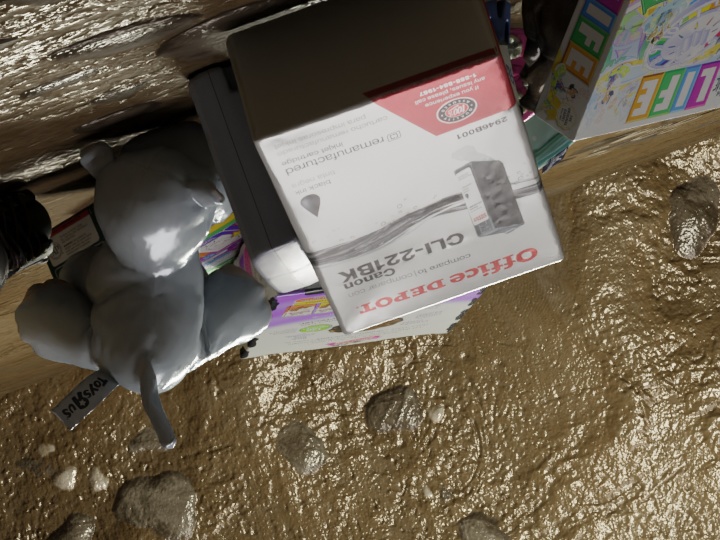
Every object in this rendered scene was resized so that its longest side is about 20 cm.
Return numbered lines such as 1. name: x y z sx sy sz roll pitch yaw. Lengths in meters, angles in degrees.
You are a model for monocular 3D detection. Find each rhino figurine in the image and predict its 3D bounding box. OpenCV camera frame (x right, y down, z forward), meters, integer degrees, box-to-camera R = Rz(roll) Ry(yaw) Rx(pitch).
1. rhino figurine: 0.177 -0.164 1.591 0.199 0.088 0.060 -18 -140 -33

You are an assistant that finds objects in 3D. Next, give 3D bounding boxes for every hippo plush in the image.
1. hippo plush: -0.152 -0.014 1.647 0.158 0.162 0.200 10 -152 19

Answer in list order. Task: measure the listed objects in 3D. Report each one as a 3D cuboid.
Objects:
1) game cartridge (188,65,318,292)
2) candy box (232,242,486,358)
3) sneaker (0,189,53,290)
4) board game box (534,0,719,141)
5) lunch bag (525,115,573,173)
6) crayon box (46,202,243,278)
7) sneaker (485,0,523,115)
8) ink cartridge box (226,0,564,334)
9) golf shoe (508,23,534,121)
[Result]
1. game cartridge: -0.058 -0.053 1.584 0.041 0.134 0.200 -17 176 4
2. candy box: 0.000 0.000 1.834 0.166 0.072 0.200 -7 167 -12
3. sneaker: -0.242 -0.024 1.656 0.106 0.075 0.200 -23 -173 -22
4. board game box: 0.198 -0.156 1.533 0.199 0.034 0.135 -16 135 -47
5. lunch bag: 0.089 -0.103 1.903 0.199 0.078 0.160 -20 -170 39
6. crayon box: -0.103 -0.047 1.827 0.199 0.059 0.172 -29 170 26
7. sneaker: 0.038 -0.098 1.555 0.199 0.116 0.080 -16 175 -43
8. ink cartridge box: 0.024 -0.067 1.451 0.143 0.084 0.200 -19 144 4
9. golf shoe: 0.073 -0.130 1.744 0.199 0.076 0.091 -19 -167 40
